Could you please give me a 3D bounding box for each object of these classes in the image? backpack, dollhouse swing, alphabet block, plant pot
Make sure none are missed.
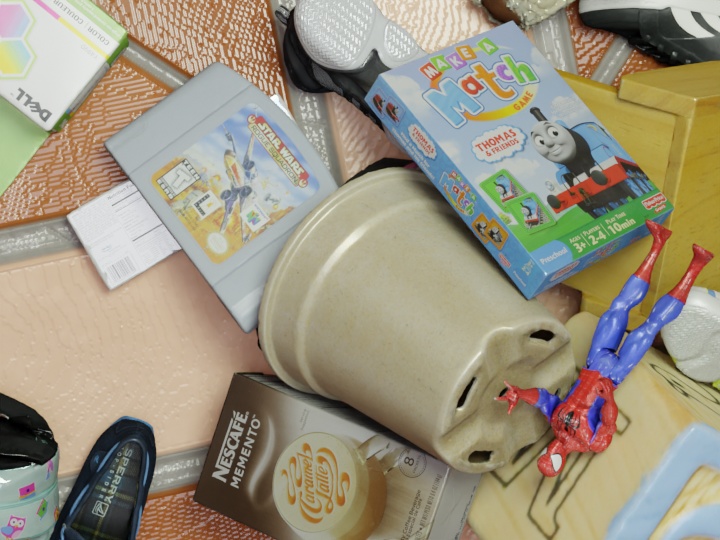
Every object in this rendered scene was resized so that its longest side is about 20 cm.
[{"bbox_3d":[-0.335,0.165,1.515,0.200,0.167,0.127,4,112,-9],"label":"backpack"},{"bbox_3d":[0.222,-0.078,1.577,0.182,0.176,0.200,-13,119,-38],"label":"dollhouse swing"},{"bbox_3d":[0.222,0.182,1.496,0.195,0.200,0.197,29,101,-30],"label":"alphabet block"},{"bbox_3d":[0.056,0.052,1.463,0.200,0.183,0.201,-25,133,-29],"label":"plant pot"}]

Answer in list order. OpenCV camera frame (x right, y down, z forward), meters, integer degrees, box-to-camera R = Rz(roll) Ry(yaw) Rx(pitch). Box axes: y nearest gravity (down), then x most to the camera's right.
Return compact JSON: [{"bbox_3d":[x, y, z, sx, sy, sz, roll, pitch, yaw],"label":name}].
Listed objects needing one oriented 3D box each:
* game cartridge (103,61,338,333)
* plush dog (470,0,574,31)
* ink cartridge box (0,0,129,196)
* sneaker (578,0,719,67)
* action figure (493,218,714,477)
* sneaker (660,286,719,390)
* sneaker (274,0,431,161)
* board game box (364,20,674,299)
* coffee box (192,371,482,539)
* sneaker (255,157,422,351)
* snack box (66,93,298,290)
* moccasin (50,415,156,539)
[{"bbox_3d":[-0.096,-0.065,1.529,0.133,0.042,0.200,-38,73,-1],"label":"game cartridge"},{"bbox_3d":[0.163,-0.309,1.536,0.160,0.200,0.172,-45,108,-35],"label":"plush dog"},{"bbox_3d":[-0.300,-0.153,1.528,0.148,0.076,0.200,38,88,-6],"label":"ink cartridge box"},{"bbox_3d":[0.275,-0.167,1.585,0.200,0.073,0.112,5,91,-7],"label":"sneaker"},{"bbox_3d":[0.171,0.058,1.384,0.065,0.099,0.200,31,96,31],"label":"action figure"},{"bbox_3d":[0.299,0.042,1.539,0.076,0.105,0.200,-23,138,30],"label":"sneaker"},{"bbox_3d":[0.013,-0.150,1.545,0.200,0.114,0.076,45,77,-17],"label":"sneaker"},{"bbox_3d":[0.120,-0.088,1.457,0.151,0.037,0.200,-26,69,-37],"label":"board game box"},{"bbox_3d":[-0.018,0.167,1.524,0.200,0.080,0.115,21,95,24],"label":"coffee box"},{"bbox_3d":[0.000,0.000,1.578,0.086,0.080,0.200,38,88,-29],"label":"sneaker"},{"bbox_3d":[-0.135,-0.064,1.575,0.200,0.024,0.072,-30,93,-3],"label":"snack box"},{"bbox_3d":[-0.219,0.215,1.559,0.080,0.068,0.200,13,93,-8],"label":"moccasin"}]
